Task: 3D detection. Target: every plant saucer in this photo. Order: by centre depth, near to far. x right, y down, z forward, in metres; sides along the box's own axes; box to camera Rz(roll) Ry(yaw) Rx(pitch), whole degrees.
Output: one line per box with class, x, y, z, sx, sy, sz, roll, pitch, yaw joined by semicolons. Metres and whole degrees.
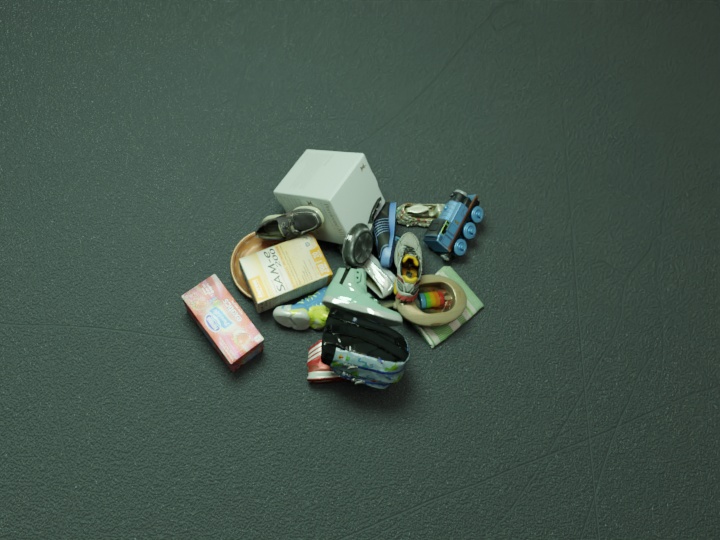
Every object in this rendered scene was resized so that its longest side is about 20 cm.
plant saucer;-0.233;-0.009;1.322;0.197;0.038;0.203;4;68;-10

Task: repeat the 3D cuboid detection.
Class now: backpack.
backpack;0.013;0.182;1.170;0.197;0.156;0.164;5;26;0

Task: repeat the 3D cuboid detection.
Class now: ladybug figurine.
ladybug figurine;0.174;0.083;1.322;0.197;0.072;0.138;-2;68;-14

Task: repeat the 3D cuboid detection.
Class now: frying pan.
frying pan;0.018;-0.083;1.282;0.031;0.116;0.190;18;51;34

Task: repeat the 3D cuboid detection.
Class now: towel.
towel;0.215;0.094;1.379;0.199;0.023;0.153;-36;79;-24

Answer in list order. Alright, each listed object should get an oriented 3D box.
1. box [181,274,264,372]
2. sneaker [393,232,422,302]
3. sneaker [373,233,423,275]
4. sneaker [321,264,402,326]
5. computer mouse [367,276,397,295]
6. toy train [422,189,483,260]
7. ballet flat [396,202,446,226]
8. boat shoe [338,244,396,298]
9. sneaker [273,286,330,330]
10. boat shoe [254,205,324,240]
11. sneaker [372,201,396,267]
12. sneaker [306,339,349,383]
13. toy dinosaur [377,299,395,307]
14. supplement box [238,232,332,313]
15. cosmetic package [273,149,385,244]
box;-0.323;0.125;1.213;0.094;0.103;0.201;-36;80;-22
sneaker;0.127;-0.022;1.284;0.077;0.083;0.202;7;49;-4
sneaker;0.112;-0.046;1.387;0.082;0.073;0.200;-38;79;-22
sneaker;0.019;0.056;1.230;0.198;0.074;0.119;19;66;6
computer mouse;0.033;0.050;1.358;0.197;0.034;0.059;-5;51;-6
toy train;0.260;-0.130;1.415;0.114;0.086;0.202;36;77;-29
ballet flat;0.195;-0.160;1.457;0.197;0.064;0.077;-5;69;-14
boat shoe;0.000;0.003;1.334;0.202;0.075;0.086;42;63;18
sneaker;-0.121;0.091;1.288;0.197;0.076;0.106;11;55;-21
boat shoe;-0.177;-0.108;1.260;0.065;0.198;0.073;-52;128;-46
sneaker;0.052;-0.095;1.340;0.077;0.071;0.202;2;55;7
sneaker;-0.033;0.209;1.251;0.197;0.078;0.117;0;69;-13
toy dinosaur;0.037;0.105;1.294;0.198;0.048;0.089;2;57;-34
supplement box;-0.184;0.003;1.266;0.198;0.074;0.127;-22;73;-19
cosmetic package;-0.077;-0.188;1.312;0.198;0.168;0.167;13;58;37
